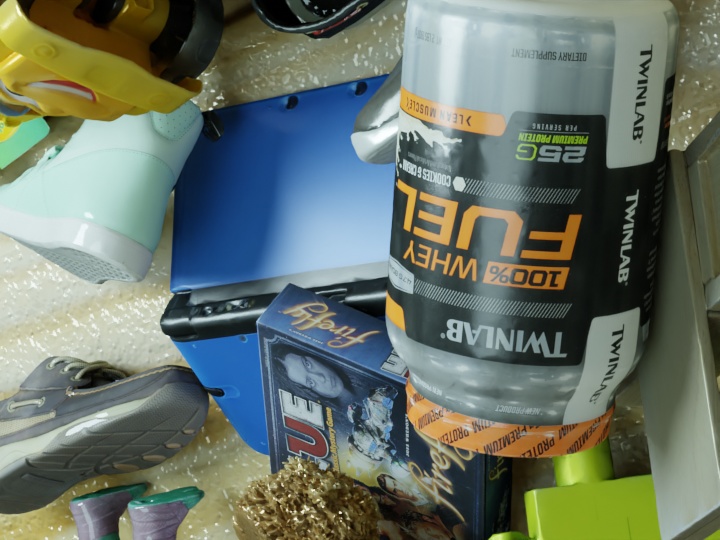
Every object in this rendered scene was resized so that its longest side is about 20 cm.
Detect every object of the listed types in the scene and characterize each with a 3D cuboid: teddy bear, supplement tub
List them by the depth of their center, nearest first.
[{"bbox_3d":[0.074,-0.027,0.873,0.122,0.122,0.202,11,107,26],"label":"supplement tub"},{"bbox_3d":[0.015,0.182,0.991,0.200,0.066,0.146,46,157,30],"label":"teddy bear"}]

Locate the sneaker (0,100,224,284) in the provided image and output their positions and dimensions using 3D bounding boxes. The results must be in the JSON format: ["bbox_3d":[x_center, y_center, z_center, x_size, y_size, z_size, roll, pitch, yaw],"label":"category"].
[{"bbox_3d":[-0.145,-0.059,1.100,0.200,0.073,0.119,7,70,61],"label":"sneaker"}]

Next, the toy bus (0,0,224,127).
[{"bbox_3d":[-0.182,-0.146,1.022,0.191,0.135,0.201,-34,51,33],"label":"toy bus"}]

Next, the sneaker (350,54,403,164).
[{"bbox_3d":[0.064,-0.135,0.959,0.200,0.077,0.082,-41,75,12],"label":"sneaker"}]

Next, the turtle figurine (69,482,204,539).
[{"bbox_3d":[-0.120,0.232,1.163,0.149,0.100,0.202,-5,96,30],"label":"turtle figurine"}]

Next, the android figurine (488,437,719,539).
[{"bbox_3d":[0.150,0.164,0.964,0.180,0.041,0.202,-5,80,-6],"label":"android figurine"}]

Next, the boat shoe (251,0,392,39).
[{"bbox_3d":[0.023,-0.189,0.978,0.201,0.063,0.074,-41,81,30],"label":"boat shoe"}]

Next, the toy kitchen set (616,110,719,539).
[{"bbox_3d":[0.224,0.033,0.886,0.200,0.179,0.165,123,146,-63],"label":"toy kitchen set"}]

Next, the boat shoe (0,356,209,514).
[{"bbox_3d":[-0.173,0.085,1.152,0.199,0.074,0.074,-22,62,32],"label":"boat shoe"}]

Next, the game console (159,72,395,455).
[{"bbox_3d":[0.000,0.000,1.070,0.198,0.119,0.171,-8,131,31],"label":"game console"}]

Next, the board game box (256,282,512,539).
[{"bbox_3d":[0.015,0.110,1.037,0.135,0.035,0.201,21,138,24],"label":"board game box"}]

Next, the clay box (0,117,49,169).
[{"bbox_3d":[-0.258,-0.146,1.155,0.114,0.048,0.201,-30,90,30],"label":"clay box"}]
